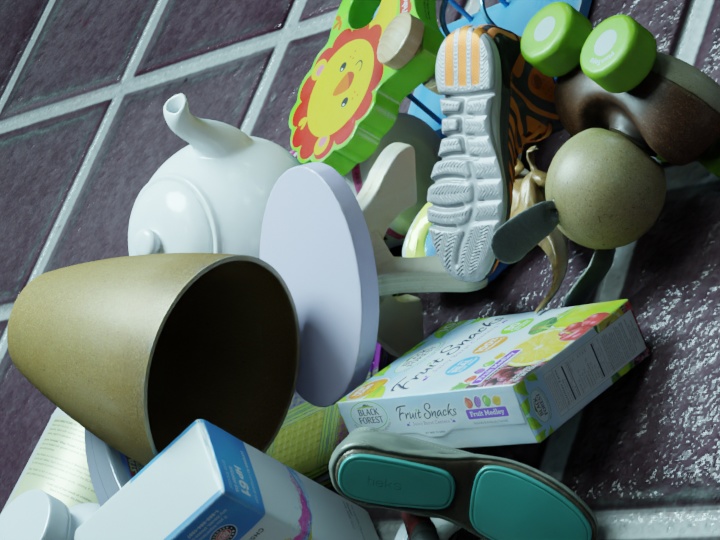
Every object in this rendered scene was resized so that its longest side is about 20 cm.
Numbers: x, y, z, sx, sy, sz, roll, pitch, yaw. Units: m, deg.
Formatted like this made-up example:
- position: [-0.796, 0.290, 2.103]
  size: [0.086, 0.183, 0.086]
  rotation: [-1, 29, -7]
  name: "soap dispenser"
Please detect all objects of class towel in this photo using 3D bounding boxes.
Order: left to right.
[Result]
- position: [-0.030, 0.110, 1.816]
  size: [0.144, 0.023, 0.200]
  rotation: [-29, 38, 35]
  name: "towel"

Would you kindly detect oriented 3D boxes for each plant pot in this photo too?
- position: [-0.182, 0.065, 1.685]
  size: [0.200, 0.186, 0.187]
  rotation: [11, 66, 36]
  name: "plant pot"

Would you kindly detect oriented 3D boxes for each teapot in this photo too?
- position: [-0.135, -0.021, 1.824]
  size: [0.197, 0.146, 0.200]
  rotation: [-41, 67, 40]
  name: "teapot"

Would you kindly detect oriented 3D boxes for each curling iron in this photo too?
- position: [0.035, 0.193, 1.525]
  size: [0.200, 0.050, 0.026]
  rotation: [-126, 45, -57]
  name: "curling iron"

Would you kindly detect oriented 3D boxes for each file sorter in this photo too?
- position: [0.090, -0.221, 1.896]
  size: [0.200, 0.123, 0.139]
  rotation: [-18, 45, 44]
  name: "file sorter"

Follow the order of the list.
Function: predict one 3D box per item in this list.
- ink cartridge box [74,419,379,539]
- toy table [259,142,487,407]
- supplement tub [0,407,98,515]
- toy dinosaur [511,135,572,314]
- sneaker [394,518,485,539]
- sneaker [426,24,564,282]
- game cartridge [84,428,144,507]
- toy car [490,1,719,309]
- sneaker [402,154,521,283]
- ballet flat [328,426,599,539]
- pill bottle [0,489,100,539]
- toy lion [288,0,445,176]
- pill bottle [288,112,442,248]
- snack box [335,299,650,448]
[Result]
- position: [-0.095, 0.222, 1.614]
  size: [0.145, 0.200, 0.085]
  rotation: [-43, 43, 16]
  name: "ink cartridge box"
- position: [0.000, 0.000, 1.712]
  size: [0.184, 0.117, 0.200]
  rotation: [32, 127, 39]
  name: "toy table"
- position: [-0.232, 0.203, 1.868]
  size: [0.145, 0.145, 0.200]
  rotation: [0, 59, 53]
  name: "supplement tub"
- position: [0.147, -0.045, 1.683]
  size: [0.106, 0.060, 0.200]
  rotation: [-32, 50, 0]
  name: "toy dinosaur"
- position: [0.045, 0.255, 1.521]
  size: [0.071, 0.073, 0.200]
  rotation: [-23, 41, 44]
  name: "sneaker"
- position: [0.115, -0.090, 1.642]
  size: [0.078, 0.112, 0.200]
  rotation: [8, 96, 40]
  name: "sneaker"
- position: [-0.161, 0.170, 1.741]
  size: [0.042, 0.133, 0.200]
  rotation: [-52, 36, 25]
  name: "game cartridge"
- position: [0.180, -0.074, 1.595]
  size: [0.200, 0.164, 0.158]
  rotation: [-60, 32, -3]
  name: "toy car"
- position: [0.118, -0.067, 1.766]
  size: [0.105, 0.076, 0.200]
  rotation: [18, 80, 45]
  name: "sneaker"
- position: [0.078, 0.153, 1.516]
  size: [0.064, 0.200, 0.067]
  rotation: [-58, -19, -68]
  name: "ballet flat"
- position: [-0.208, 0.260, 1.724]
  size: [0.112, 0.200, 0.112]
  rotation: [-32, 38, 29]
  name: "pill bottle"
- position: [0.008, -0.184, 1.807]
  size: [0.192, 0.069, 0.200]
  rotation: [-36, 38, 39]
  name: "toy lion"
- position: [-0.021, -0.064, 1.889]
  size: [0.200, 0.113, 0.113]
  rotation: [-18, 45, 43]
  name: "pill bottle"
- position: [0.098, 0.082, 1.586]
  size: [0.142, 0.053, 0.200]
  rotation: [-32, 14, -39]
  name: "snack box"
